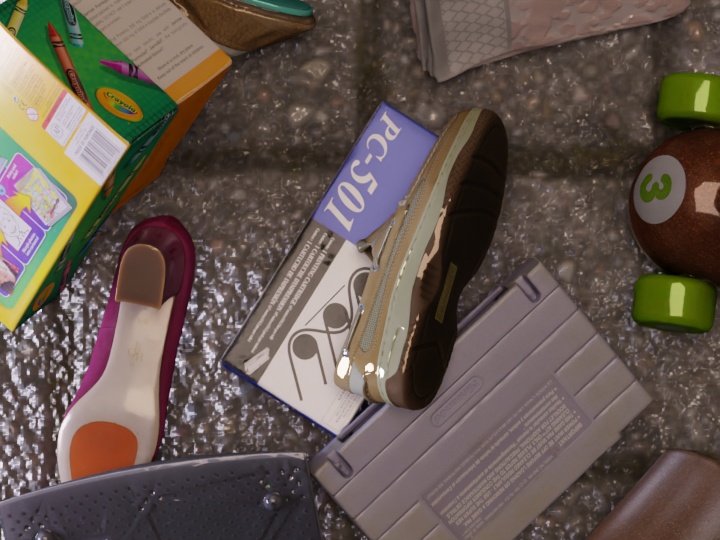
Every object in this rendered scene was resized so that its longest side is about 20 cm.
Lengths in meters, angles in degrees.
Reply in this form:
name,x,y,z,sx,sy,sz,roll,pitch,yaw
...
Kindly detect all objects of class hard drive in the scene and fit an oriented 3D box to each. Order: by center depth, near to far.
name,x,y,z,sx,sy,sz,roll,pitch,yaw
hard drive,-0.119,0.182,1.447,0.198,0.042,0.136,-10,103,5

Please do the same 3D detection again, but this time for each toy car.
name,x,y,z,sx,sy,sz,roll,pitch,yaw
toy car,0.254,-0.047,1.421,0.156,0.200,0.166,8,83,0

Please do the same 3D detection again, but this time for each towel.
name,x,y,z,sx,sy,sz,roll,pitch,yaw
towel,0.119,-0.212,1.448,0.190,0.201,0.032,-17,54,-3

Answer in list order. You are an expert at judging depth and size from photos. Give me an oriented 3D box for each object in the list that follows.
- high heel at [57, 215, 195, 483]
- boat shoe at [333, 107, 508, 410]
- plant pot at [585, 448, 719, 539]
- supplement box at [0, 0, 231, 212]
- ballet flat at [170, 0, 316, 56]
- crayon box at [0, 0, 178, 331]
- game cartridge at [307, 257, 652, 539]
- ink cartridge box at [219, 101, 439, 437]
name,x,y,z,sx,sy,sz,roll,pitch,yaw
high heel,-0.146,0.065,1.492,0.067,0.096,0.201,19,104,3
boat shoe,0.031,-0.014,1.441,0.076,0.072,0.201,9,68,32
plant pot,0.189,0.230,1.400,0.200,0.200,0.199,39,78,4
supplement box,-0.194,-0.149,1.462,0.200,0.126,0.074,44,45,4
ballet flat,-0.129,-0.173,1.508,0.199,0.068,0.073,21,104,2
crayon box,-0.209,-0.069,1.430,0.119,0.200,0.058,43,42,5
game cartridge,0.078,0.105,1.468,0.200,0.038,0.130,-42,110,-5
ink cartridge box,0.000,0.000,1.492,0.094,0.044,0.201,31,84,1
